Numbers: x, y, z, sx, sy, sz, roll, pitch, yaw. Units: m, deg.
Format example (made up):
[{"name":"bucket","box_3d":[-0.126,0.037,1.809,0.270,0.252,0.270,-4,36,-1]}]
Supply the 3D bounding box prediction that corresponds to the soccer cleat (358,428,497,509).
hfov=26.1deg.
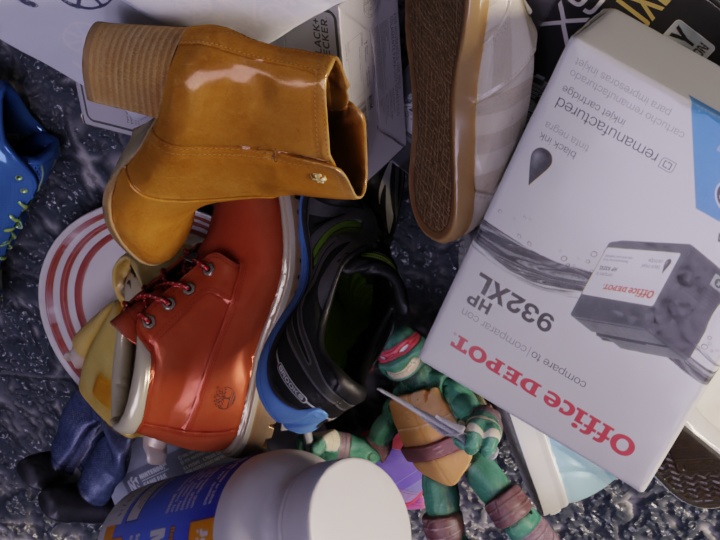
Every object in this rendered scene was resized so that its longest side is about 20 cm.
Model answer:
[{"name":"soccer cleat","box_3d":[0.004,0.147,1.074,0.199,0.067,0.077,-34,94,28]}]

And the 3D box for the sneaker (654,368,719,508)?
[{"name":"sneaker","box_3d":[0.166,0.055,0.947,0.072,0.085,0.200,-26,118,35]}]

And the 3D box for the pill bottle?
[{"name":"pill bottle","box_3d":[-0.066,0.171,0.948,0.199,0.112,0.112,-21,117,45]}]

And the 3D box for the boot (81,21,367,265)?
[{"name":"boot","box_3d":[-0.066,-0.053,0.837,0.142,0.071,0.202,13,149,11]}]

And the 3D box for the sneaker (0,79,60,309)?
[{"name":"sneaker","box_3d":[-0.245,-0.040,1.019,0.104,0.076,0.202,2,123,15]}]

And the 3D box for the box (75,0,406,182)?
[{"name":"box","box_3d":[-0.075,-0.127,0.882,0.198,0.060,0.118,15,129,28]}]

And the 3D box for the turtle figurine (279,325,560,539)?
[{"name":"turtle figurine","box_3d":[0.045,0.108,0.961,0.149,0.101,0.201,-19,104,47]}]

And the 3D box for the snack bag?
[{"name":"snack bag","box_3d":[-0.132,-0.146,0.778,0.188,0.022,0.199,27,148,-35]}]

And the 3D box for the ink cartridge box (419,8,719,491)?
[{"name":"ink cartridge box","box_3d":[0.139,-0.010,0.814,0.144,0.084,0.202,30,118,11]}]

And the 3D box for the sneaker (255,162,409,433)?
[{"name":"sneaker","box_3d":[0.000,0.000,0.902,0.082,0.202,0.071,-17,137,42]}]

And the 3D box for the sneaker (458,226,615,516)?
[{"name":"sneaker","box_3d":[0.119,0.054,0.987,0.081,0.074,0.202,-21,114,-5]}]

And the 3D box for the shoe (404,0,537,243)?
[{"name":"shoe","box_3d":[0.060,-0.112,0.830,0.053,0.070,0.202,-13,125,-24]}]

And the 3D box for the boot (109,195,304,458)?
[{"name":"boot","box_3d":[-0.096,0.012,0.951,0.106,0.075,0.203,9,92,-23]}]

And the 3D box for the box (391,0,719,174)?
[{"name":"box","box_3d":[0.115,-0.108,0.875,0.157,0.050,0.200,35,127,-8]}]

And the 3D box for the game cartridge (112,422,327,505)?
[{"name":"game cartridge","box_3d":[-0.100,0.137,1.064,0.199,0.040,0.134,-26,94,34]}]

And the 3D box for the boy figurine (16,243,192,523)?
[{"name":"boy figurine","box_3d":[-0.156,0.074,1.024,0.124,0.064,0.201,48,121,37]}]

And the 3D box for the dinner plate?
[{"name":"dinner plate","box_3d":[-0.126,0.035,1.066,0.197,0.024,0.202,9,126,12]}]
